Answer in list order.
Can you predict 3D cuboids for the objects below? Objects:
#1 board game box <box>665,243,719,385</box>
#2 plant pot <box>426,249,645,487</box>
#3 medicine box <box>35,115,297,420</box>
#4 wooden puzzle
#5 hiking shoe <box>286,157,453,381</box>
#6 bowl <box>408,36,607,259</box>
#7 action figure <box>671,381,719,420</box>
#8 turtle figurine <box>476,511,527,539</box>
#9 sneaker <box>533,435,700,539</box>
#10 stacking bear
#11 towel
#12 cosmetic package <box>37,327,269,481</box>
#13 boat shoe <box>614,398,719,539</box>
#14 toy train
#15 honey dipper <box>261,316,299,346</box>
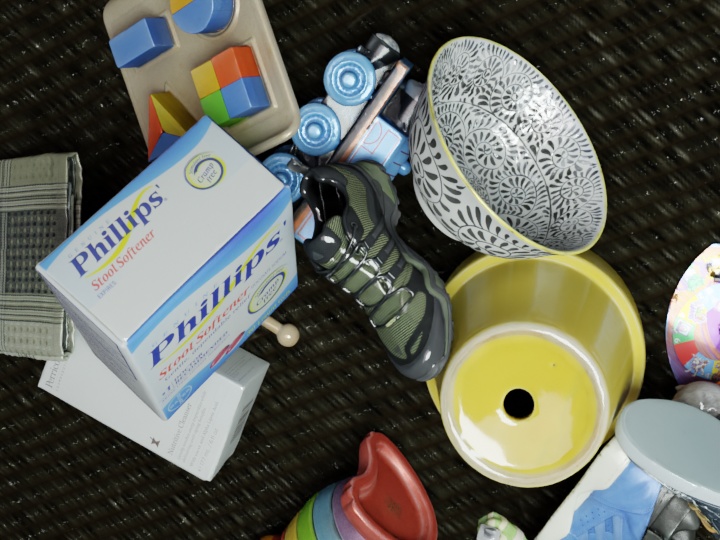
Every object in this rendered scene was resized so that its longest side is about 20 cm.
[{"bbox_3d":[0.367,0.062,0.823,0.197,0.039,0.161,4,102,13],"label":"board game box"},{"bbox_3d":[0.141,0.084,0.804,0.198,0.189,0.204,3,102,13],"label":"plant pot"},{"bbox_3d":[-0.151,0.005,0.811,0.103,0.201,0.182,39,71,14],"label":"medicine box"},{"bbox_3d":[-0.155,-0.185,0.853,0.184,0.046,0.203,-18,87,36],"label":"wooden puzzle"},{"bbox_3d":[0.000,0.000,0.757,0.076,0.100,0.202,-46,57,38],"label":"hiking shoe"},{"bbox_3d":[0.105,-0.085,0.801,0.094,0.200,0.202,-35,92,42],"label":"bowl"},{"bbox_3d":[0.341,0.172,0.835,0.193,0.105,0.200,41,143,0],"label":"action figure"},{"bbox_3d":[0.097,0.289,0.807,0.193,0.199,0.146,-29,79,42],"label":"turtle figurine"},{"bbox_3d":[0.228,0.236,0.841,0.111,0.076,0.201,40,127,20],"label":"sneaker"},{"bbox_3d":[-0.033,0.269,0.927,0.199,0.122,0.114,-38,100,26],"label":"stacking bear"},{"bbox_3d":[-0.333,-0.012,0.932,0.198,0.034,0.196,0,88,38],"label":"towel"},{"bbox_3d":[-0.204,0.103,0.945,0.198,0.081,0.114,25,107,7],"label":"cosmetic package"},{"bbox_3d":[0.280,0.175,0.739,0.198,0.071,0.091,23,139,5],"label":"boat shoe"},{"bbox_3d":[-0.010,-0.109,0.859,0.114,0.087,0.201,35,104,-5],"label":"toy train"},{"bbox_3d":[-0.144,0.013,0.939,0.198,0.038,0.038,32,106,2],"label":"honey dipper"}]
